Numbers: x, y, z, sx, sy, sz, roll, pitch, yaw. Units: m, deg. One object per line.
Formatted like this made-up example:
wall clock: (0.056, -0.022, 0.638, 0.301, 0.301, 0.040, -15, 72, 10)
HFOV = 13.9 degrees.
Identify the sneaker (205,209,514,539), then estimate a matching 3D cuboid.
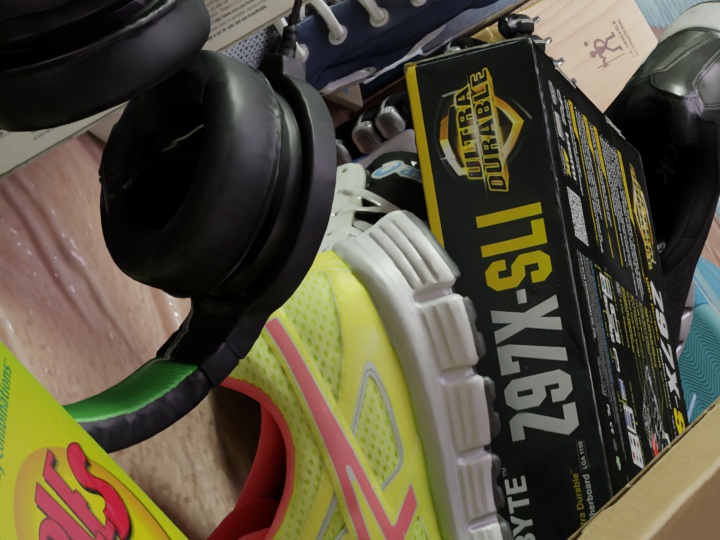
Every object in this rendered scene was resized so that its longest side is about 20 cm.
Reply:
sneaker: (-0.001, 0.088, 0.855, 0.078, 0.090, 0.201, -158, -126, -74)

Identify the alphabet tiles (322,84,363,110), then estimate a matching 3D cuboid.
alphabet tiles: (-0.062, -0.138, 1.066, 0.166, 0.006, 0.201, 19, 53, -49)

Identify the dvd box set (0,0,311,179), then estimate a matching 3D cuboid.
dvd box set: (-0.087, -0.142, 0.801, 0.029, 0.146, 0.201, 17, -47, 50)

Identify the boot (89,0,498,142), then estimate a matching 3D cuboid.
boot: (-0.022, -0.095, 1.000, 0.200, 0.090, 0.073, -25, 89, -60)

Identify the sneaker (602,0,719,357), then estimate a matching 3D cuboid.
sneaker: (0.098, -0.006, 1.142, 0.066, 0.201, 0.090, 30, 32, 17)

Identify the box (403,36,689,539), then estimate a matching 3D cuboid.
box: (0.072, 0.039, 0.989, 0.160, 0.049, 0.201, 35, 44, -70)

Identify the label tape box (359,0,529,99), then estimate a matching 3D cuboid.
label tape box: (-0.006, -0.150, 1.220, 0.144, 0.066, 0.200, 59, 34, -2)

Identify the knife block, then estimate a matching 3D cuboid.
knife block: (0.037, -0.052, 1.227, 0.064, 0.175, 0.200, 60, -28, 2)

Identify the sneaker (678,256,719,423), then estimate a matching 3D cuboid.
sneaker: (0.154, 0.053, 1.324, 0.130, 0.079, 0.201, 37, 28, -48)

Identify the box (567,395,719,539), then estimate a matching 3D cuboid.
box: (0.079, 0.129, 0.853, 0.200, 0.021, 0.165, -31, 134, -63)

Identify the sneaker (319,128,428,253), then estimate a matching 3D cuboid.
sneaker: (0.000, 0.000, 0.969, 0.071, 0.073, 0.200, 24, 17, -2)

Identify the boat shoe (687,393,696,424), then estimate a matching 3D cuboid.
boat shoe: (0.114, 0.102, 1.120, 0.200, 0.084, 0.069, 52, 11, -16)

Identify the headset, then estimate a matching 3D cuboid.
headset: (-0.060, -0.046, 0.766, 0.124, 0.200, 0.094, 49, -19, -28)

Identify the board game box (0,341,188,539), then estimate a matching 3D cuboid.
board game box: (-0.049, 0.116, 0.701, 0.200, 0.047, 0.102, 50, 20, -28)
